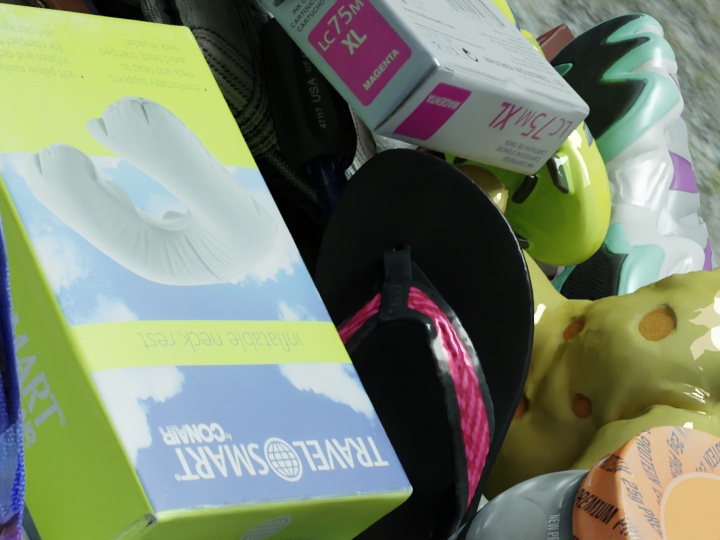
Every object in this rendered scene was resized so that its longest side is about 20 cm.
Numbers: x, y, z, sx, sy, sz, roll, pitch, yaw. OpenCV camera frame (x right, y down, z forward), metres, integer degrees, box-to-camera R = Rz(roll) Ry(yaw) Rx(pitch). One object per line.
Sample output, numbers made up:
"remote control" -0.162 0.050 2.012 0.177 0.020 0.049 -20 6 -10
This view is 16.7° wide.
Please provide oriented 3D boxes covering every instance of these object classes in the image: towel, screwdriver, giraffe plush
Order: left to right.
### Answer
"towel" -0.040 -0.103 0.964 0.193 0.035 0.200 43 21 -50
"screwdriver" 0.000 0.000 0.839 0.029 0.028 0.200 0 64 -42
"giraffe plush" 0.057 0.051 0.865 0.162 0.200 0.173 23 29 24

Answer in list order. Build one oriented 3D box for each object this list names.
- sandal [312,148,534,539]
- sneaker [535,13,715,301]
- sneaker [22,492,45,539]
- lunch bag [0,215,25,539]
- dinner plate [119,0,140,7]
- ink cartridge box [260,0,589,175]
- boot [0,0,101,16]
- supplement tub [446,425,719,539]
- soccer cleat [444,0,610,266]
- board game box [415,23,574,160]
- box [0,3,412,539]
"sandal" 0.011 0.055 0.782 0.045 0.075 0.200 53 44 -70
"sneaker" 0.126 -0.001 1.037 0.140 0.078 0.200 42 46 -37
"sneaker" -0.105 0.097 0.682 0.080 0.070 0.200 17 40 -41
"lunch bag" -0.174 -0.004 0.594 0.124 0.170 0.200 -41 105 -28
"dinner plate" -0.146 -0.161 0.940 0.200 0.024 0.200 43 8 -7
"ink cartridge box" -0.013 -0.120 0.880 0.200 0.042 0.119 53 20 23
"boot" -0.106 -0.024 0.836 0.097 0.075 0.200 -11 51 -42
"supplement tub" 0.044 0.139 0.676 0.122 0.200 0.123 30 33 -22
"soccer cleat" 0.058 -0.076 0.991 0.084 0.065 0.200 6 36 -37
"board game box" 0.080 -0.035 1.078 0.103 0.019 0.200 57 30 -7
"box" -0.065 0.014 0.730 0.122 0.048 0.200 0 57 -52
